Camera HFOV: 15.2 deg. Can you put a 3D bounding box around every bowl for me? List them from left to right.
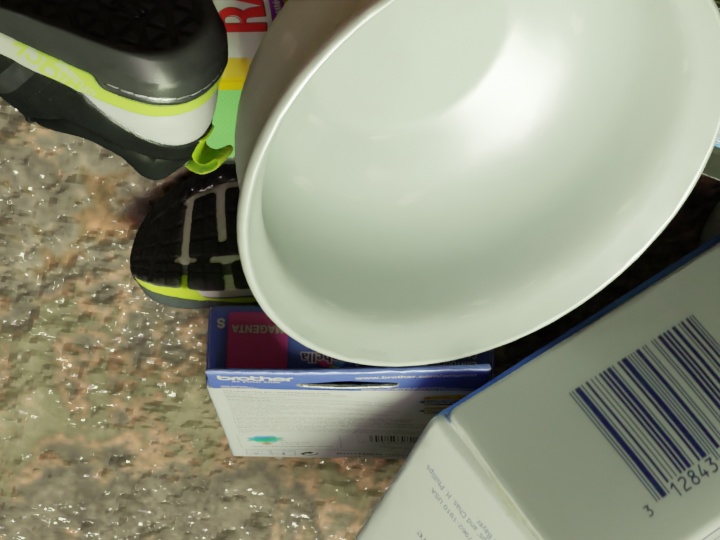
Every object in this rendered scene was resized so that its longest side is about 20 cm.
[{"bbox_3d":[0.031,-0.067,1.017,0.200,0.091,0.202,-17,137,-17],"label":"bowl"}]

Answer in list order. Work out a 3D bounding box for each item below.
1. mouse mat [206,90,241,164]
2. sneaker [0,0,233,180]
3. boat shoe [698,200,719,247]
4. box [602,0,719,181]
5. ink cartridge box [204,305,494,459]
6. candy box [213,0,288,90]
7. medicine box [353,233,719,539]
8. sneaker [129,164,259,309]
[{"bbox_3d":[-0.012,-0.118,1.056,0.160,0.008,0.201,0,132,-2],"label":"mouse mat"},{"bbox_3d":[-0.137,-0.089,1.020,0.199,0.072,0.083,29,141,19],"label":"sneaker"},{"bbox_3d":[0.179,0.047,1.211,0.069,0.067,0.201,3,133,-6],"label":"boat shoe"},{"bbox_3d":[0.198,-0.084,1.039,0.199,0.050,0.160,21,145,8],"label":"box"},{"bbox_3d":[-0.003,0.047,1.154,0.118,0.042,0.200,1,169,2],"label":"ink cartridge box"},{"bbox_3d":[-0.048,-0.150,1.002,0.101,0.027,0.201,0,134,0],"label":"candy box"},{"bbox_3d":[0.094,0.105,1.149,0.182,0.103,0.200,-30,163,-32],"label":"medicine box"},{"bbox_3d":[0.000,0.000,1.161,0.198,0.074,0.081,-1,142,5],"label":"sneaker"}]
